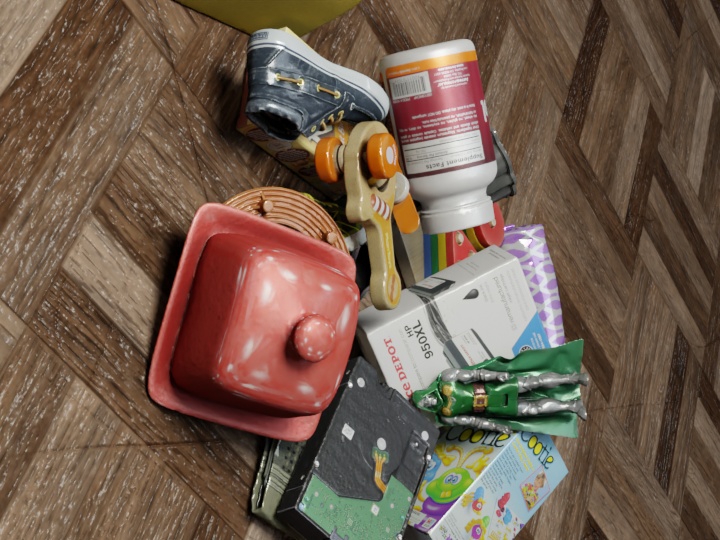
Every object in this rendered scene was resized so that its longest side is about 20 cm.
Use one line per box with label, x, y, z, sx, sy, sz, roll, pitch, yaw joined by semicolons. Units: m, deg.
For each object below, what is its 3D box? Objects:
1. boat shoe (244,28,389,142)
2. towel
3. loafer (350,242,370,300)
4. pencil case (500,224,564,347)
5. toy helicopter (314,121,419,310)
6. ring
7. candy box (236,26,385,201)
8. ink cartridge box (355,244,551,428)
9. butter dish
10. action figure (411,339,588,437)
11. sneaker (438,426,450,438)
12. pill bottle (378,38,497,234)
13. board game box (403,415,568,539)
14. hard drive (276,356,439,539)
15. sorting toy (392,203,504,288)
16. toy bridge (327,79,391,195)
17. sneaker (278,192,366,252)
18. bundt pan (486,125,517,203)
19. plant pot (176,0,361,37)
boat shoe;-0.048;-0.170;1.288;0.199;0.070;0.092;22;68;-44
towel;-0.042;0.207;1.330;0.200;0.034;0.195;45;50;-43
loafer;0.000;0.000;1.408;0.200;0.062;0.073;-52;124;-48
pencil case;0.238;0.034;1.736;0.085;0.082;0.204;-141;-138;-89
toy helicopter;0.020;-0.059;1.320;0.132;0.078;0.204;-27;113;-63
ring;-0.088;0.018;1.243;0.198;0.019;0.204;-3;95;-33
candy box;-0.051;-0.169;1.384;0.199;0.055;0.117;34;56;-48
ink cartridge box;0.107;0.083;1.425;0.146;0.198;0.084;66;-8;-16
butter dish;-0.074;0.057;1.156;0.197;0.147;0.203;20;83;-31
action figure;0.154;0.141;1.375;0.055;0.196;0.120;-112;-160;-76
sneaker;0.130;0.162;1.554;0.105;0.075;0.203;-45;125;-53
pill bottle;0.091;-0.149;1.378;0.112;0.112;0.204;-22;103;-55
board game box;0.132;0.258;1.439;0.200;0.102;0.106;-43;119;-24
hard drive;0.002;0.212;1.299;0.140;0.038;0.202;43;47;-22
sorting toy;0.138;0.001;1.606;0.200;0.069;0.202;-35;110;-53
toy bridge;0.017;-0.150;1.406;0.068;0.027;0.201;62;40;-30
sneaker;-0.051;-0.051;1.332;0.200;0.073;0.086;-41;120;-52
bundt pan;0.106;-0.154;1.524;0.075;0.202;0.203;-35;119;-6
plant pot;-0.070;-0.375;1.285;0.193;0.198;0.199;13;72;-53
